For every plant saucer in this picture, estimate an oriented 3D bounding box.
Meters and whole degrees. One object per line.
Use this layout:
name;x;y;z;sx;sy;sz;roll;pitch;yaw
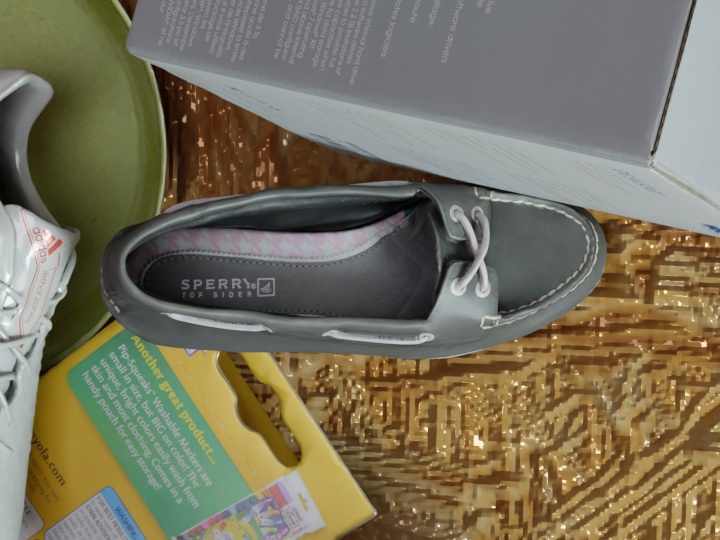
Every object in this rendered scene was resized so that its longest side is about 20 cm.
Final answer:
plant saucer;-0.169;-0.052;0.880;0.198;0.031;0.202;2;96;16

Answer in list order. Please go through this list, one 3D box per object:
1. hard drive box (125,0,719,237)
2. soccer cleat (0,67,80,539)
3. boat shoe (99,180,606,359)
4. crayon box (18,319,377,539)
hard drive box;0.047;-0.074;0.717;0.199;0.156;0.077;15;88;28
soccer cleat;-0.148;0.016;0.817;0.085;0.069;0.202;-13;77;22
boat shoe;0.000;0.000;0.791;0.198;0.057;0.068;-4;82;-4
crayon box;-0.097;0.099;0.862;0.199;0.052;0.126;-36;84;17
